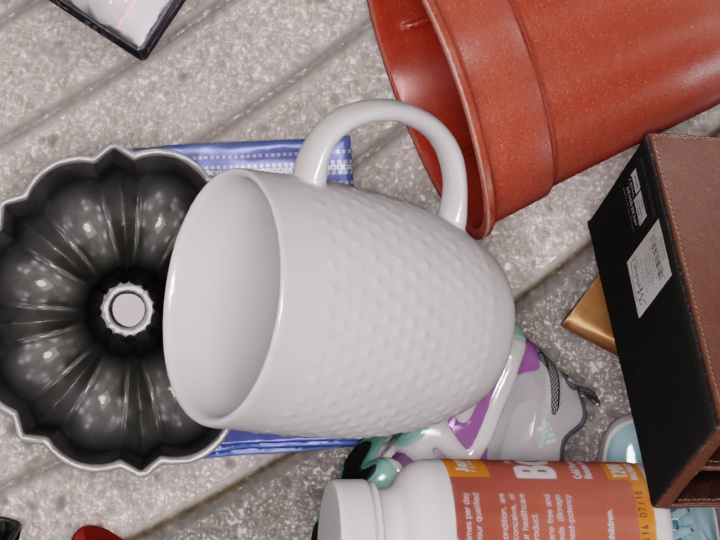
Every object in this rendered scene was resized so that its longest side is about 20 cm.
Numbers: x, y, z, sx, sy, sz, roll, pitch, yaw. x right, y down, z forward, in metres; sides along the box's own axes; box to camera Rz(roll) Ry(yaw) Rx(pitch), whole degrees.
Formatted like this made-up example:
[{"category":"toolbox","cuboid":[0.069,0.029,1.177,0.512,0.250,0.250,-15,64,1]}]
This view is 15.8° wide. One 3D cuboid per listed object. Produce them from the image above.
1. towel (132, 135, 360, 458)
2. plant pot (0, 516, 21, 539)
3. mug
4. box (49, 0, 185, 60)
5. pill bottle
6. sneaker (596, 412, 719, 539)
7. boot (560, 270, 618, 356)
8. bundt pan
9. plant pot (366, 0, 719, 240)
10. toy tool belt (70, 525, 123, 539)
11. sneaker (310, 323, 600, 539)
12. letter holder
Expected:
[{"category":"towel","cuboid":[-0.072,0.017,1.653,0.144,0.024,0.202,-2,89,-1]},{"category":"plant pot","cuboid":[-0.326,0.248,1.572,0.198,0.200,0.179,8,100,0]},{"category":"mug","cuboid":[0.000,0.000,1.505,0.174,0.147,0.201,8,98,-30]},{"category":"box","cuboid":[-0.125,-0.242,1.601,0.114,0.132,0.201,34,90,-3]},{"category":"pill bottle","cuboid":[0.078,0.168,1.546,0.199,0.112,0.113,2,89,-11]},{"category":"sneaker","cuboid":[0.198,0.187,1.622,0.073,0.082,0.201,-15,89,-1]},{"category":"boot","cuboid":[0.215,0.078,1.617,0.199,0.068,0.189,33,77,0]},{"category":"bundt pan","cuboid":[-0.143,0.026,1.603,0.200,0.076,0.203,0,87,-3]},{"category":"plant pot","cuboid":[0.125,-0.147,1.580,0.194,0.201,0.202,-21,90,-8]},{"category":"toy tool belt","cuboid":[-0.182,0.250,1.576,0.124,0.200,0.123,29,107,-18]},{"category":"sneaker","cuboid":[0.071,0.138,1.627,0.140,0.078,0.200,35,107,-15]},{"category":"letter holder","cuboid":[0.235,0.031,1.549,0.141,0.101,0.201,2,57,-19]}]
